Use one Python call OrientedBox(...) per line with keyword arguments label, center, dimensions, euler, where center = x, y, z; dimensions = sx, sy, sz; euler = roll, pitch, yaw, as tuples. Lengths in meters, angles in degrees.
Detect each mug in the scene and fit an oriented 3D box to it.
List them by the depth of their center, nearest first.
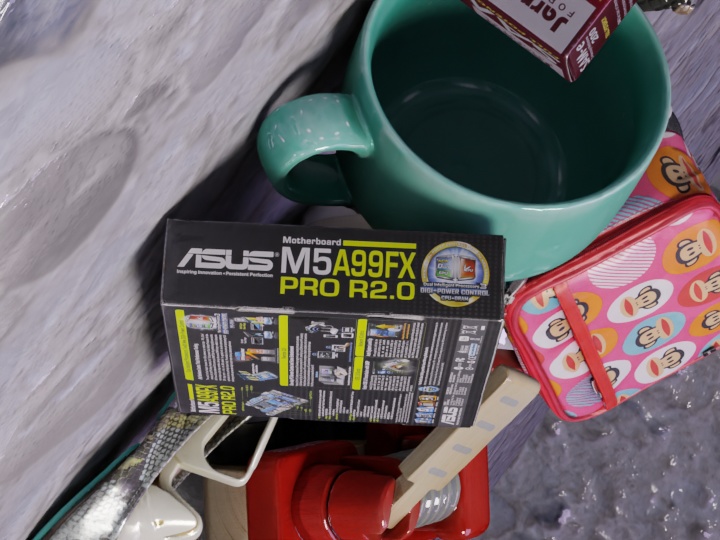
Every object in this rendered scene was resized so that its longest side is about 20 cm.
OrientedBox(label="mug", center=(0.049, -0.076, 1.197), dimensions=(0.114, 0.185, 0.152), euler=(114, -8, -63))

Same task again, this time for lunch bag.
OrientedBox(label="lunch bag", center=(0.149, 0.012, 1.528), dimensions=(0.176, 0.082, 0.200), euler=(-28, 149, 2))

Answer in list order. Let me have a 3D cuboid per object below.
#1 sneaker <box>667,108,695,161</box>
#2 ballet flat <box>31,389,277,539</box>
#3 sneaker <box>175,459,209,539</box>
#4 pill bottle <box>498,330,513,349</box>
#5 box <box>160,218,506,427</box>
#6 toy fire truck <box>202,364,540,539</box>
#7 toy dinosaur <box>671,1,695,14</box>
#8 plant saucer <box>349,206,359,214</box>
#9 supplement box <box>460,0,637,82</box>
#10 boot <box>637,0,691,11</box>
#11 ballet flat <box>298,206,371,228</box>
OrientedBox(label="sneaker", center=(0.151, -0.020, 1.608), dimensions=(0.200, 0.112, 0.073), euler=(-38, -159, -15))
OrientedBox(label="ballet flat", center=(-0.101, 0.108, 1.335), dimensions=(0.200, 0.072, 0.072), euler=(-49, 170, -16))
OrientedBox(label="sneaker", center=(-0.102, 0.166, 1.513), dimensions=(0.105, 0.076, 0.200), euler=(-56, 170, 26))
OrientedBox(label="pill bottle", center=(0.090, -0.005, 1.685), dimensions=(0.200, 0.109, 0.109), euler=(-50, 170, -9))
OrientedBox(label="box", center=(-0.015, 0.029, 1.201), dimensions=(0.200, 0.160, 0.044), euler=(94, 0, -72))
OrientedBox(label="toy fire truck", center=(0.029, 0.112, 1.408), dimensions=(0.176, 0.200, 0.129), euler=(-6, 95, -53))
OrientedBox(label="toy dinosaur", center=(0.196, -0.212, 1.615), dimensions=(0.101, 0.058, 0.200), euler=(-12, -129, 65))
OrientedBox(label="plant saucer", center=(0.000, 0.000, 1.504), dimensions=(0.200, 0.037, 0.200), euler=(-50, 169, -13))
OrientedBox(label="supplement box", center=(0.113, -0.199, 1.104), dimensions=(0.200, 0.109, 0.061), euler=(-53, 170, 0))
OrientedBox(label="boot", center=(0.225, -0.213, 1.421), dimensions=(0.200, 0.068, 0.131), euler=(-11, -161, 39))
OrientedBox(label="ballet flat", center=(0.005, -0.014, 1.365), dimensions=(0.200, 0.070, 0.070), euler=(-13, 147, -35))
